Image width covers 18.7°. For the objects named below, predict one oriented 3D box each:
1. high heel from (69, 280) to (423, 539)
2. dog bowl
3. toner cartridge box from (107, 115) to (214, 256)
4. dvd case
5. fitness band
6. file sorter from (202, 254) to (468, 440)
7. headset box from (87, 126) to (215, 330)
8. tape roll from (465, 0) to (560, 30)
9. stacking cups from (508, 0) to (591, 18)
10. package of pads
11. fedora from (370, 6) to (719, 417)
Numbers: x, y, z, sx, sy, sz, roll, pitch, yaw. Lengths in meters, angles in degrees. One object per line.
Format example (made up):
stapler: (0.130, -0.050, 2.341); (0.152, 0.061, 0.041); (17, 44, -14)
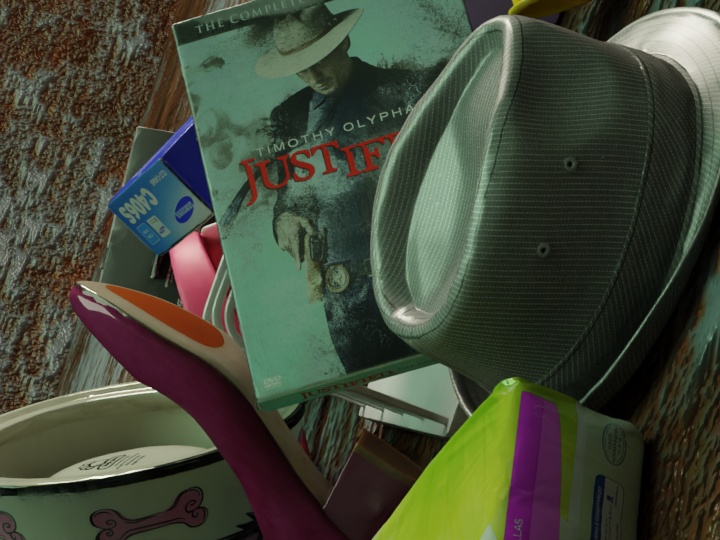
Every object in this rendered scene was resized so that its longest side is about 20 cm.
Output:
high heel: (-0.071, 0.088, 1.048); (0.097, 0.199, 0.067); (-58, -9, 12)
dog bowl: (-0.122, 0.116, 1.160); (0.200, 0.198, 0.074); (-130, 31, -77)
toner cartridge box: (-0.049, -0.099, 1.203); (0.200, 0.043, 0.095); (-49, 7, -26)
dvd case: (-0.001, -0.046, 1.033); (0.022, 0.145, 0.201); (66, -170, -67)
fitness band: (-0.072, 0.056, 1.334); (0.200, 0.037, 0.144); (67, -175, -58)
file sorter: (0.000, 0.000, 1.157); (0.200, 0.124, 0.140); (176, 115, -78)
headset box: (-0.127, -0.005, 1.556); (0.200, 0.077, 0.150); (73, -152, -75)
tape roll: (0.056, -0.166, 1.277); (0.201, 0.065, 0.201); (-55, 21, 33)
stacking cups: (0.076, -0.231, 1.104); (0.060, 0.060, 0.202); (153, 101, -73)
package of pads: (0.038, 0.152, 0.858); (0.200, 0.068, 0.155); (124, 162, -48)
fedora: (0.067, -0.034, 0.908); (0.177, 0.090, 0.201); (22, 90, 65)
